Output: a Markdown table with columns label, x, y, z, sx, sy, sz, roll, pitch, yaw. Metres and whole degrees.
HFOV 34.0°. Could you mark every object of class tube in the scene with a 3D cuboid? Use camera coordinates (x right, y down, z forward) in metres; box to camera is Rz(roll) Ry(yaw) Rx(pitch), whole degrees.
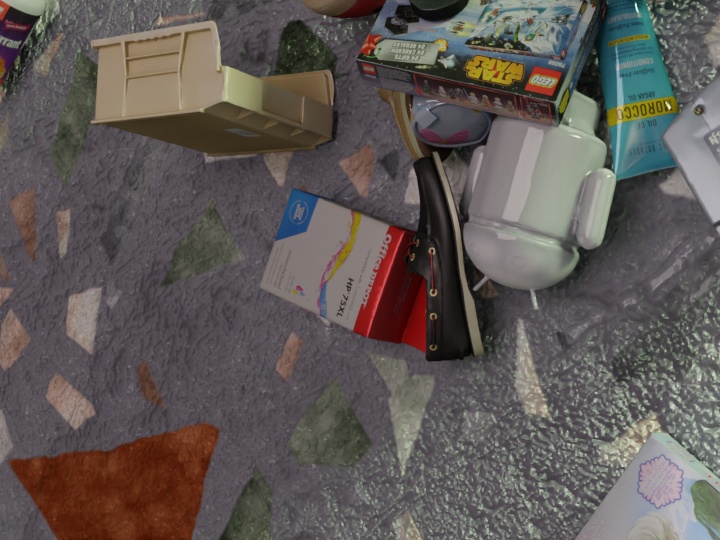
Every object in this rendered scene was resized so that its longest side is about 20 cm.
| label | x | y | z | sx | sy | sz | roll | pitch | yaw |
| --- | --- | --- | --- | --- | --- | --- | --- | --- | --- |
| tube | 0.252 | -0.185 | 1.092 | 0.076 | 0.050 | 0.203 | -12 | 75 | 8 |

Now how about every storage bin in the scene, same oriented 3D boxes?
| label | x | y | z | sx | sy | sz | roll | pitch | yaw |
| --- | --- | --- | --- | --- | --- | --- | --- | --- | --- |
| storage bin | -0.160 | -0.194 | 1.298 | 0.196 | 0.199 | 0.095 | 0 | 83 | 35 |

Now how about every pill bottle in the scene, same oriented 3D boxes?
| label | x | y | z | sx | sy | sz | roll | pitch | yaw |
| --- | --- | --- | --- | --- | --- | --- | --- | --- | --- |
| pill bottle | -0.507 | -0.359 | 1.633 | 0.111 | 0.111 | 0.201 | 46 | 109 | 32 |

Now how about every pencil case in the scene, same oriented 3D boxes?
| label | x | y | z | sx | sy | sz | roll | pitch | yaw |
| --- | --- | --- | --- | --- | --- | --- | --- | --- | --- |
| pencil case | 0.089 | -0.223 | 1.170 | 0.082 | 0.090 | 0.203 | -20 | 59 | 36 |

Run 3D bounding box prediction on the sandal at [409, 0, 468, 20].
| label | x | y | z | sx | sy | sz | roll | pitch | yaw |
| --- | --- | --- | --- | --- | --- | --- | --- | --- | --- |
| sandal | 0.055 | -0.323 | 1.110 | 0.074 | 0.048 | 0.202 | -22 | 57 | 3 |

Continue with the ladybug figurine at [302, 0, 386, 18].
| label | x | y | z | sx | sy | sz | roll | pitch | yaw |
| --- | --- | --- | --- | --- | --- | --- | --- | --- | --- |
| ladybug figurine | -0.002 | -0.325 | 1.252 | 0.136 | 0.072 | 0.200 | -52 | 27 | 11 |

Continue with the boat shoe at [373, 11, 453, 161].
| label | x | y | z | sx | sy | sz | roll | pitch | yaw |
| --- | --- | --- | --- | --- | --- | --- | --- | --- | --- |
| boat shoe | 0.051 | -0.194 | 1.237 | 0.076 | 0.071 | 0.203 | -29 | 58 | 43 |

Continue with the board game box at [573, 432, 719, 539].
| label | x | y | z | sx | sy | sz | roll | pitch | yaw |
| --- | --- | --- | --- | --- | --- | --- | --- | --- | --- |
| board game box | 0.272 | 0.280 | 1.003 | 0.199 | 0.041 | 0.201 | 41 | 106 | 33 |

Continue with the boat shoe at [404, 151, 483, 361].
| label | x | y | z | sx | sy | sz | roll | pitch | yaw |
| --- | --- | --- | --- | --- | --- | --- | --- | --- | --- |
| boat shoe | 0.074 | -0.012 | 1.143 | 0.062 | 0.074 | 0.204 | -9 | 95 | 4 |

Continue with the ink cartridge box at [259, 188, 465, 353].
| label | x | y | z | sx | sy | sz | roll | pitch | yaw |
| --- | --- | --- | --- | --- | --- | --- | --- | --- | --- |
| ink cartridge box | 0.000 | 0.000 | 1.232 | 0.198 | 0.067 | 0.118 | 22 | 95 | 36 |

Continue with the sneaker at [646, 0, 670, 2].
| label | x | y | z | sx | sy | sz | roll | pitch | yaw |
| --- | --- | --- | --- | --- | --- | --- | --- | --- | --- |
| sneaker | 0.299 | -0.319 | 1.044 | 0.200 | 0.077 | 0.148 | -11 | 69 | 21 |

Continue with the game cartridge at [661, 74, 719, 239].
| label | x | y | z | sx | sy | sz | roll | pitch | yaw |
| --- | --- | --- | --- | --- | --- | --- | --- | --- | --- |
| game cartridge | 0.365 | -0.128 | 1.000 | 0.199 | 0.041 | 0.134 | -34 | 61 | 21 |

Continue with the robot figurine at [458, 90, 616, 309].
| label | x | y | z | sx | sy | sz | roll | pitch | yaw |
| --- | --- | --- | --- | --- | --- | --- | --- | --- | --- |
| robot figurine | 0.162 | -0.069 | 1.097 | 0.169 | 0.112 | 0.203 | 19 | 93 | 48 |

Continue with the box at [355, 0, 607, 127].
| label | x | y | z | sx | sy | sz | roll | pitch | yaw |
| --- | --- | --- | --- | --- | --- | --- | --- | --- | --- |
| box | 0.112 | -0.216 | 1.084 | 0.198 | 0.040 | 0.138 | 17 | 66 | 23 |
